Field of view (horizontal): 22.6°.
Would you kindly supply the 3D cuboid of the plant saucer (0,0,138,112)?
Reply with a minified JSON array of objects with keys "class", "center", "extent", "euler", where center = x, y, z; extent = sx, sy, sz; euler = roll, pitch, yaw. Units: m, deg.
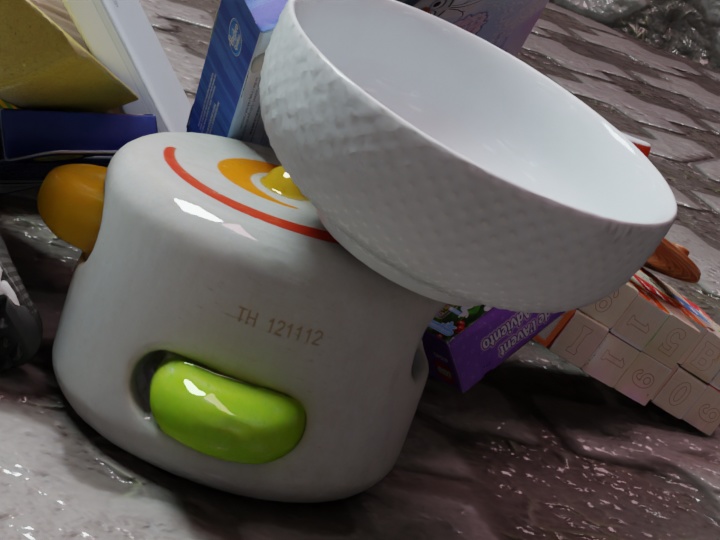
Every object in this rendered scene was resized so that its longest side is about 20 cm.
[{"class":"plant saucer","center":[-0.214,-0.147,0.928],"extent":[0.200,0.049,0.200],"euler":[41,0,1]}]

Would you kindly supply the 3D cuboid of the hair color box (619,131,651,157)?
[{"class":"hair color box","center":[0.091,-0.095,1.279],"extent":[0.199,0.064,0.111],"euler":[13,11,-29]}]

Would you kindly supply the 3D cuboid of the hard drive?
[{"class":"hard drive","center":[-0.121,-0.093,1.107],"extent":[0.027,0.201,0.132],"euler":[-25,19,5]}]

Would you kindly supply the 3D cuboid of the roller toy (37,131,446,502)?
[{"class":"roller toy","center":[-0.051,0.013,0.889],"extent":[0.181,0.141,0.200],"euler":[4,22,-44]}]

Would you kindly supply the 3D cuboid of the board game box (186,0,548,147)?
[{"class":"board game box","center":[0.008,-0.124,0.975],"extent":[0.198,0.200,0.044],"euler":[-22,73,-21]}]

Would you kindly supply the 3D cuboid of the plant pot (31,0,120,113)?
[{"class":"plant pot","center":[-0.235,-0.167,1.223],"extent":[0.199,0.093,0.201],"euler":[17,-7,2]}]

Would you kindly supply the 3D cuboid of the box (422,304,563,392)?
[{"class":"box","center":[0.038,-0.017,1.026],"extent":[0.137,0.039,0.199],"euler":[-36,39,-23]}]

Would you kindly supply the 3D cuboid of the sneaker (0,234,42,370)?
[{"class":"sneaker","center":[-0.212,-0.045,0.881],"extent":[0.200,0.066,0.091],"euler":[50,39,-4]}]

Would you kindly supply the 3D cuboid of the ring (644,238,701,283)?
[{"class":"ring","center":[0.127,-0.049,1.129],"extent":[0.199,0.019,0.200],"euler":[30,-2,1]}]

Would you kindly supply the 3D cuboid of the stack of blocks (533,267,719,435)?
[{"class":"stack of blocks","center":[0.158,0.028,1.119],"extent":[0.199,0.059,0.115],"euler":[31,12,-32]}]

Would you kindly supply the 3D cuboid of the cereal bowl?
[{"class":"cereal bowl","center":[0.039,-0.044,0.819],"extent":[0.199,0.084,0.200],"euler":[25,21,-10]}]

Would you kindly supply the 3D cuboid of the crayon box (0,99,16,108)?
[{"class":"crayon box","center":[-0.270,-0.109,1.103],"extent":[0.126,0.051,0.199],"euler":[14,0,36]}]

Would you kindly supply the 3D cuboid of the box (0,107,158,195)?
[{"class":"box","center":[-0.198,-0.063,0.986],"extent":[0.199,0.033,0.121],"euler":[-7,-1,35]}]
